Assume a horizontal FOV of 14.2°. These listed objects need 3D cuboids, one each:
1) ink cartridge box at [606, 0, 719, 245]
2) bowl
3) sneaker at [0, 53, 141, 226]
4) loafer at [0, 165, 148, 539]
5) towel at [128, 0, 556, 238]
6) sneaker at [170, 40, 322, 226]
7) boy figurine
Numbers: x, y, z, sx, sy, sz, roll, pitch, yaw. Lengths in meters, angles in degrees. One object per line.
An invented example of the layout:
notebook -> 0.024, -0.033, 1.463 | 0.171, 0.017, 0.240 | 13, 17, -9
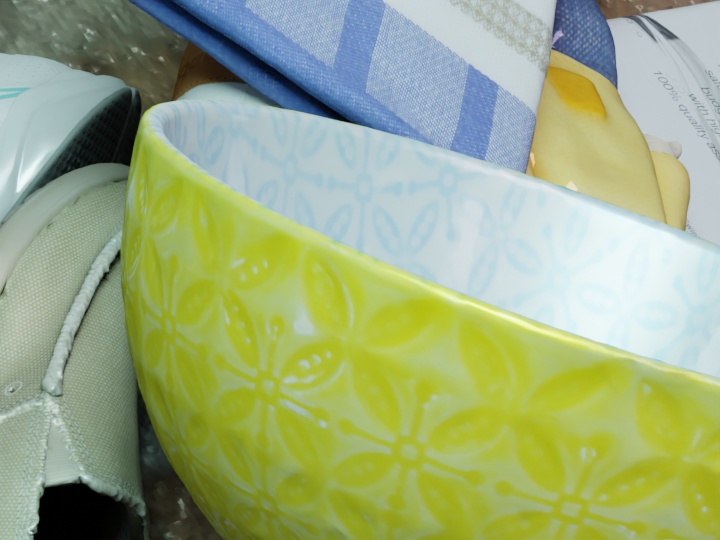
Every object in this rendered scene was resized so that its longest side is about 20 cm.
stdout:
ink cartridge box -> 0.096, -0.004, 0.944 | 0.200, 0.083, 0.145 | -13, 61, -42
bowl -> 0.032, 0.045, 0.641 | 0.200, 0.108, 0.200 | 18, 10, -3
sneaker -> -0.141, -0.004, 0.804 | 0.080, 0.071, 0.200 | 24, 38, 14
loafer -> -0.083, 0.054, 0.754 | 0.068, 0.076, 0.200 | 17, 49, 11
towel -> -0.004, -0.113, 0.782 | 0.147, 0.024, 0.200 | 33, 43, -21
sneaker -> 0.000, 0.000, 0.806 | 0.073, 0.200, 0.085 | -6, 60, 15
boy figurine -> 0.053, -0.039, 0.828 | 0.124, 0.064, 0.200 | 30, 35, -36
